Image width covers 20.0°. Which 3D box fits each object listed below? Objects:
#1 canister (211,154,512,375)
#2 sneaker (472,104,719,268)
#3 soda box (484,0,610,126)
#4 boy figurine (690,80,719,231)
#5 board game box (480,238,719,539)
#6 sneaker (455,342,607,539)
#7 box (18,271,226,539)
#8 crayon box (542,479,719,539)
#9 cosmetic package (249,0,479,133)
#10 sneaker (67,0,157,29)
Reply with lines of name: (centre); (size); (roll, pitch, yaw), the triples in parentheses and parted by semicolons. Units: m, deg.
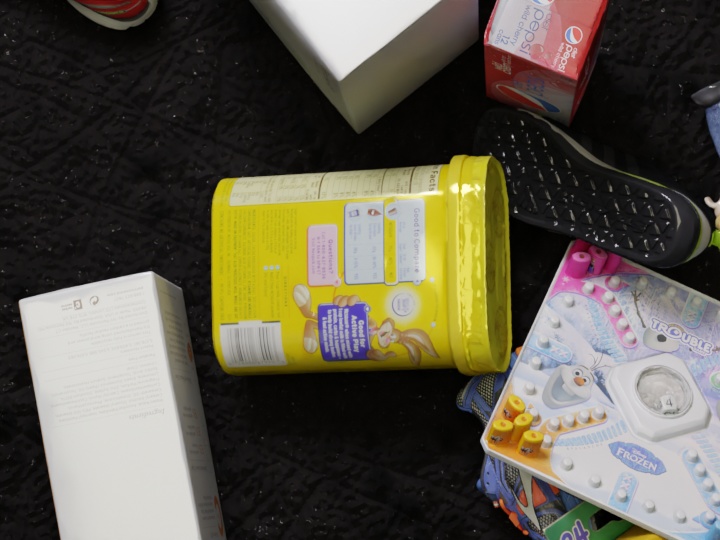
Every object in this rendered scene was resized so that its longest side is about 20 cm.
canister: (0.000, 0.000, 1.425); (0.198, 0.087, 0.150); (-3, 83, 15)
sneaker: (0.168, -0.054, 1.449); (0.199, 0.083, 0.072); (33, 111, 29)
soda box: (0.125, -0.151, 1.389); (0.069, 0.200, 0.064); (22, 87, 6)
boy figurine: (0.308, -0.049, 1.431); (0.124, 0.064, 0.201); (-27, 84, 23)
board game box: (0.206, 0.082, 1.395); (0.199, 0.026, 0.201); (24, 53, 6)
sneaker: (0.124, 0.155, 1.432); (0.078, 0.075, 0.202); (-19, 77, 13)
box: (-0.162, 0.113, 1.422); (0.097, 0.124, 0.202); (-11, 83, 3)
crayon box: (0.222, 0.231, 1.376); (0.125, 0.051, 0.201); (-30, 95, -29)
cosmetic package: (-0.022, -0.220, 1.406); (0.123, 0.199, 0.200); (-39, 83, -1)
sneaker: (-0.235, -0.245, 1.481); (0.198, 0.085, 0.078); (23, 86, 6)
